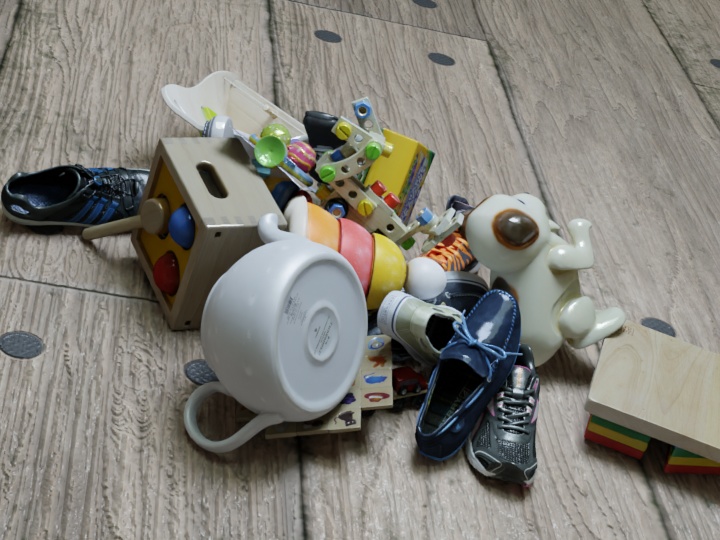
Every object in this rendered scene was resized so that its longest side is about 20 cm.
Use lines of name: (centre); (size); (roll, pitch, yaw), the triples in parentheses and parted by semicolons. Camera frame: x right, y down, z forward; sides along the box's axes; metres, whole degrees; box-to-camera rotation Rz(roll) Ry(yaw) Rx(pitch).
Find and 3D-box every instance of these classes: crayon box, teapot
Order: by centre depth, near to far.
teapot: (-0.097, 0.062, 1.530); (0.146, 0.198, 0.200); (4, 20, 34)
crayon box: (0.038, -0.107, 1.871); (0.051, 0.126, 0.200); (22, 4, 11)

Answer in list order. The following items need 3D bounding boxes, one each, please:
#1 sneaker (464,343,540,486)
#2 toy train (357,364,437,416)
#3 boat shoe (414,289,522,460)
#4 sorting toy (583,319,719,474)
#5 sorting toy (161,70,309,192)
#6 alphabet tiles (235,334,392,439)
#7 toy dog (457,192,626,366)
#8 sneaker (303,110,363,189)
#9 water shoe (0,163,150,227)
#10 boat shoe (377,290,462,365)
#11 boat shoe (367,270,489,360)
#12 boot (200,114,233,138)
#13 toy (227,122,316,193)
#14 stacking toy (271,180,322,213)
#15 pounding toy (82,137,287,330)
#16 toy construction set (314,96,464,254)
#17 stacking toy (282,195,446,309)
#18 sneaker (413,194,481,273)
sneaker: (0.161, 0.149, 1.627); (0.080, 0.087, 0.200); (10, 32, -7)
toy train: (0.047, 0.129, 1.644); (0.200, 0.046, 0.034); (-7, 38, -34)
boat shoe: (0.120, 0.108, 1.586); (0.084, 0.069, 0.200); (14, 71, 21)
sorting toy: (0.361, 0.160, 1.723); (0.198, 0.070, 0.200); (21, 30, 7)
sorting toy: (-0.170, -0.187, 1.934); (0.200, 0.107, 0.180); (36, 10, 31)
alphabet tiles: (-0.048, 0.115, 1.604); (0.166, 0.006, 0.200); (-6, 31, 4)
toy dog: (0.191, 0.000, 1.764); (0.194, 0.200, 0.139); (-30, 22, -16)
sneaker: (-0.026, -0.127, 1.903); (0.074, 0.200, 0.089); (13, 68, 31)
water shoe: (-0.325, -0.090, 1.768); (0.199, 0.079, 0.072); (-9, 77, -19)
boat shoe: (0.086, 0.074, 1.662); (0.062, 0.072, 0.200); (25, 1, 31)
boat shoe: (0.077, 0.060, 1.757); (0.200, 0.071, 0.091); (-8, 38, -23)
boot: (-0.206, -0.127, 1.815); (0.090, 0.200, 0.073); (12, 59, 0)
toy: (-0.088, -0.140, 1.755); (0.115, 0.047, 0.200); (40, 6, 3)
stacking toy: (-0.033, -0.018, 1.798); (0.200, 0.110, 0.116); (28, 9, 2)
pounding toy: (-0.207, -0.047, 1.701); (0.142, 0.184, 0.200); (-4, 44, -31)
toy construction set: (0.025, -0.091, 1.734); (0.200, 0.131, 0.092); (47, 14, 0)
stacking toy: (0.000, 0.000, 1.693); (0.199, 0.146, 0.146); (9, 31, -11)
sneaker: (0.104, -0.031, 1.867); (0.077, 0.112, 0.200); (26, 34, 16)
